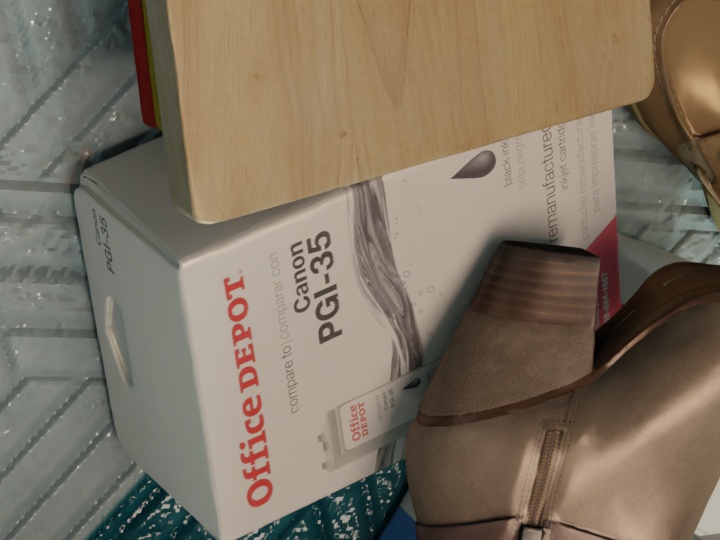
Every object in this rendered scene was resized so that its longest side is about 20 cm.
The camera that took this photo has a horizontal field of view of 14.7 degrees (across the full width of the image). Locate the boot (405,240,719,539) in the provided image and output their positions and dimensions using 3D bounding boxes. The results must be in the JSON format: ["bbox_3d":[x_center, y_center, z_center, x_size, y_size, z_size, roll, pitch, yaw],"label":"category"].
[{"bbox_3d":[0.118,0.070,1.094,0.200,0.070,0.146,8,97,-1],"label":"boot"}]

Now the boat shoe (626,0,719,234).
[{"bbox_3d":[0.173,-0.061,1.214,0.071,0.065,0.200,-45,135,-4],"label":"boat shoe"}]

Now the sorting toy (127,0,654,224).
[{"bbox_3d":[0.001,-0.142,1.009,0.199,0.070,0.200,-17,113,-26],"label":"sorting toy"}]

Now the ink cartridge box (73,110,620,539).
[{"bbox_3d":[0.000,0.000,1.109,0.200,0.083,0.147,-25,130,-23],"label":"ink cartridge box"}]

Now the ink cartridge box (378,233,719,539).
[{"bbox_3d":[0.108,0.099,1.211,0.084,0.145,0.200,21,104,-42],"label":"ink cartridge box"}]
